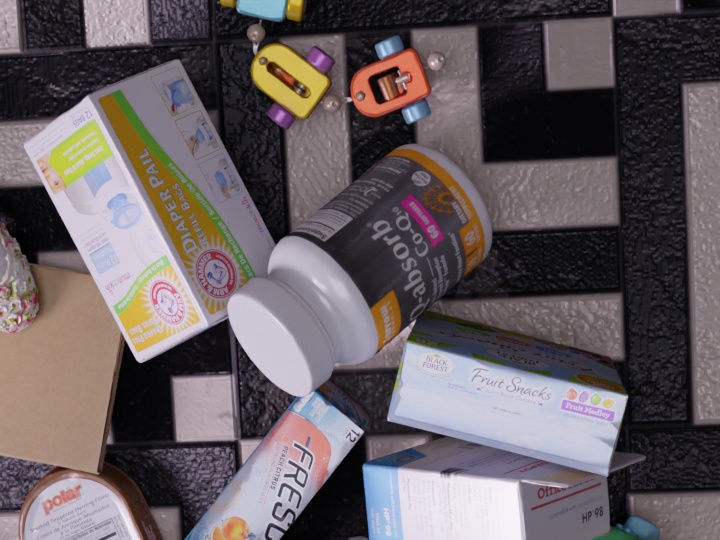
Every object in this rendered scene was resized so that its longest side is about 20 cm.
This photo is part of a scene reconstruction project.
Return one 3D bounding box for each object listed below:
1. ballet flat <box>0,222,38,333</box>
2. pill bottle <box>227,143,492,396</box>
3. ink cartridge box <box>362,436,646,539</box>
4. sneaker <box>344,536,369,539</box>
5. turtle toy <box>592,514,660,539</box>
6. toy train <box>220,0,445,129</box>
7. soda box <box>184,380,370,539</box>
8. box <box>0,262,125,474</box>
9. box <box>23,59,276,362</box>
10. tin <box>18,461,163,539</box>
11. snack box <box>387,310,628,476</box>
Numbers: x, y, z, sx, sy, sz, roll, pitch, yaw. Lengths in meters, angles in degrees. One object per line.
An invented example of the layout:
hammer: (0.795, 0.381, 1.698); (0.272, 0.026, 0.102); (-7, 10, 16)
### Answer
ballet flat: (-0.334, -0.038, 1.288); (0.075, 0.064, 0.201); (-30, 83, 1)
pill bottle: (0.000, 0.000, 1.207); (0.200, 0.116, 0.117); (-40, 91, -26)
ink cartridge box: (0.112, 0.177, 1.207); (0.198, 0.115, 0.068); (0, 96, 43)
sneaker: (-0.034, 0.326, 1.284); (0.114, 0.075, 0.203); (-4, 91, -25)
turtle toy: (0.175, 0.259, 1.260); (0.197, 0.102, 0.147); (-4, 125, 5)
toy train: (-0.027, -0.198, 1.264); (0.149, 0.056, 0.202); (-26, 96, 6)
soda box: (-0.076, 0.184, 1.295); (0.063, 0.068, 0.201); (38, 97, 1)
box: (-0.301, 0.073, 1.318); (0.197, 0.021, 0.166); (9, 86, 4)
box: (-0.161, -0.046, 1.244); (0.112, 0.101, 0.202); (-24, 94, 46)
tin: (-0.218, 0.260, 1.336); (0.111, 0.042, 0.202); (-25, 93, 3)
snack box: (0.114, 0.089, 1.203); (0.166, 0.200, 0.069); (14, 97, 3)
